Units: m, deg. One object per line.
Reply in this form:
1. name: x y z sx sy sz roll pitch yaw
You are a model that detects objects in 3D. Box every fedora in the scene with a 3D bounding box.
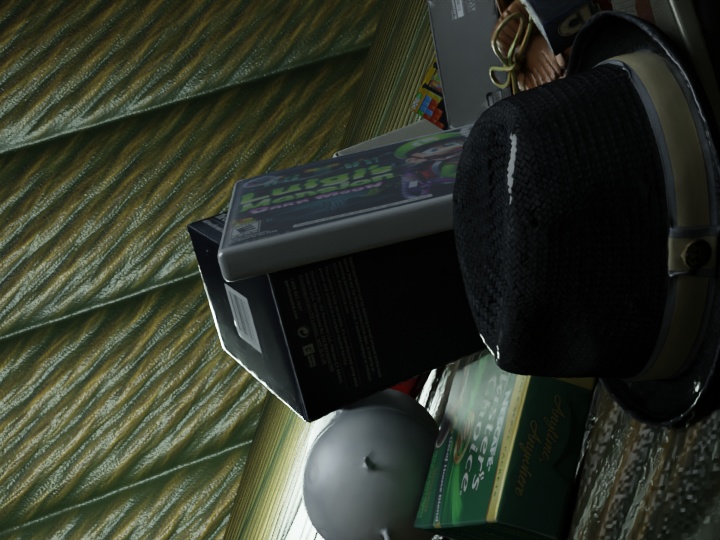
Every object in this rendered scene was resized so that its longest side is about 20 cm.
1. fedora: 0.097 -0.019 0.608 0.201 0.091 0.202 172 90 -77

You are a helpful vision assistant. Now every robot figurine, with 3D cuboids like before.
1. robot figurine: 0.012 0.154 0.983 0.113 0.170 0.200 -27 5 2

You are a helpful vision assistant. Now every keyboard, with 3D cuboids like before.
1. keyboard: 0.091 -0.202 0.911 0.104 0.039 0.201 -10 89 55

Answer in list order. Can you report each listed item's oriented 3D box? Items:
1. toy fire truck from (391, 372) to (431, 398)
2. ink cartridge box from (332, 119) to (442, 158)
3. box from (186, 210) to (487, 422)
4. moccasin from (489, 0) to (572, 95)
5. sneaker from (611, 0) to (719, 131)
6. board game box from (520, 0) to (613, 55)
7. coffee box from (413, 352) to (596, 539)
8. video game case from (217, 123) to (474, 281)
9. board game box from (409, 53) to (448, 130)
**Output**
1. toy fire truck: 0.044 0.028 1.216 0.168 0.112 0.201 -33 -32 -62
2. ink cartridge box: 0.022 -0.046 1.307 0.146 0.083 0.200 -24 -28 -38
3. box: 0.000 0.000 0.880 0.200 0.181 0.105 25 132 65
4. moccasin: 0.110 -0.148 0.799 0.074 0.077 0.202 119 145 -67
5. sneaker: 0.184 -0.120 0.614 0.075 0.106 0.201 156 103 -76
6. board game box: 0.124 -0.240 0.750 0.201 0.135 0.035 64 -171 29
7. coffee box: 0.090 0.111 0.818 0.200 0.044 0.124 135 153 -75
8. video game case: 0.013 -0.051 0.808 0.182 0.199 0.023 -98 -6 -73
9. board game box: 0.132 -0.236 1.111 0.200 0.057 0.165 -56 -2 -34
